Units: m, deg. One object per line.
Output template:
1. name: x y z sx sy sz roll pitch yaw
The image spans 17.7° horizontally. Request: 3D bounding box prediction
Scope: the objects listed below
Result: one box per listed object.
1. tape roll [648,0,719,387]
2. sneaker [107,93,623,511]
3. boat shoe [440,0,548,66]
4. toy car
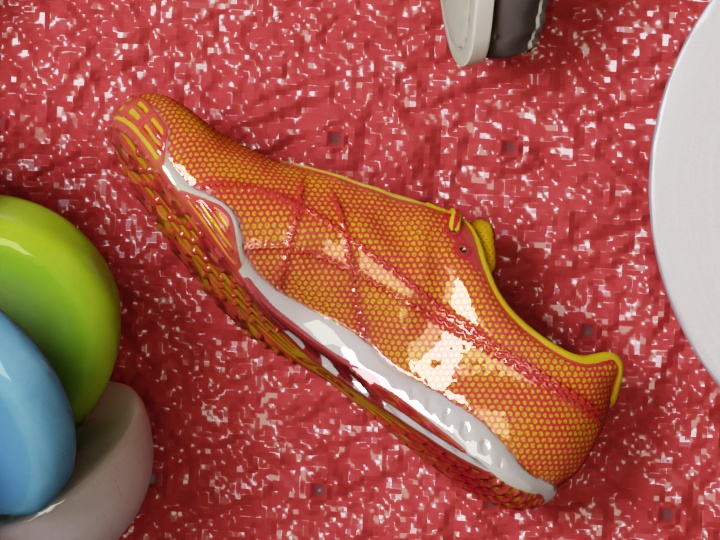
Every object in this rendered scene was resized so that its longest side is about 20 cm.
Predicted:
1. tape roll: 0.194 -0.028 0.760 0.199 0.066 0.202 0 92 7
2. sneaker: 0.000 0.000 0.795 0.200 0.073 0.077 37 75 0
3. boat shoe: 0.063 -0.167 0.766 0.060 0.072 0.203 2 101 -15
4. toy car: -0.170 0.055 0.749 0.199 0.150 0.176 -26 112 5
